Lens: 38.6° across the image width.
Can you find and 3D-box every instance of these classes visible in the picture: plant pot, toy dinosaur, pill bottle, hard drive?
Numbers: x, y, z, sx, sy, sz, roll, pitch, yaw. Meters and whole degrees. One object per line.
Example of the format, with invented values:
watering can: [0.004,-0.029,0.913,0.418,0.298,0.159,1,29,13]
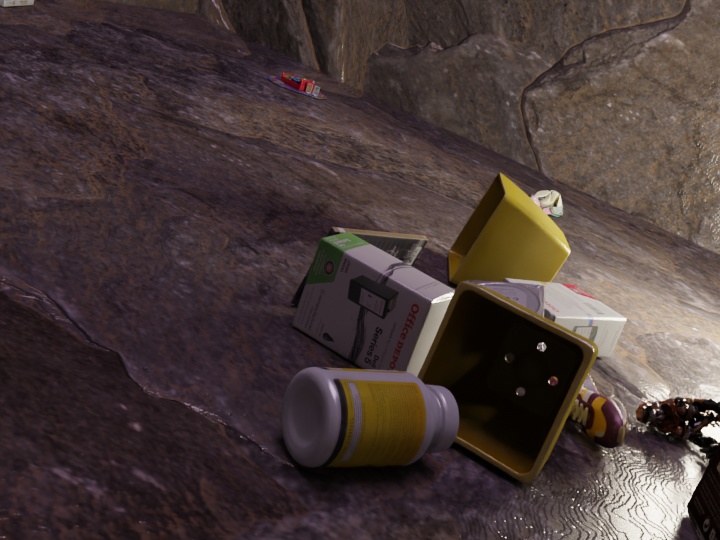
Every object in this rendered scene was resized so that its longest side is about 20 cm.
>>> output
plant pot: [0.298,-0.045,2.025,0.175,0.201,0.200,30,17,-5]
toy dinosaur: [0.533,0.232,1.634,0.198,0.103,0.135,-15,16,-26]
pill bottle: [0.016,0.172,1.200,0.198,0.113,0.112,7,22,-35]
plant pot: [0.210,0.141,1.392,0.194,0.196,0.200,28,10,22]
hard drive: [0.231,0.082,1.683,0.138,0.038,0.201,4,31,10]

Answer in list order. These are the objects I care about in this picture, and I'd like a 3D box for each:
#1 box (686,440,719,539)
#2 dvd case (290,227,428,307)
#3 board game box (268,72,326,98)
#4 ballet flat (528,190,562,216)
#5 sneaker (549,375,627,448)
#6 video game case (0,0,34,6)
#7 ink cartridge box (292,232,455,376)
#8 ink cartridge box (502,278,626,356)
box: [0.554,0.308,1.303,0.198,0.166,0.166,20,17,-3]
dvd case: [0.000,0.000,1.618,0.199,0.149,0.016,3,38,-42]
board game box: [-0.197,-0.609,3.318,0.198,0.039,0.158,18,18,-10]
ballet flat: [0.510,-0.185,2.820,0.069,0.072,0.199,31,20,32]
sneaker: [0.318,0.202,1.523,0.089,0.076,0.200,6,15,-16]
video game case: [-1.075,-0.810,2.978,0.198,0.023,0.182,22,18,3]
ink cartridge box: [0.019,0.056,1.480,0.199,0.147,0.084,29,21,25]
ink cartridge box: [0.355,0.086,1.856,0.198,0.086,0.147,4,24,-37]
